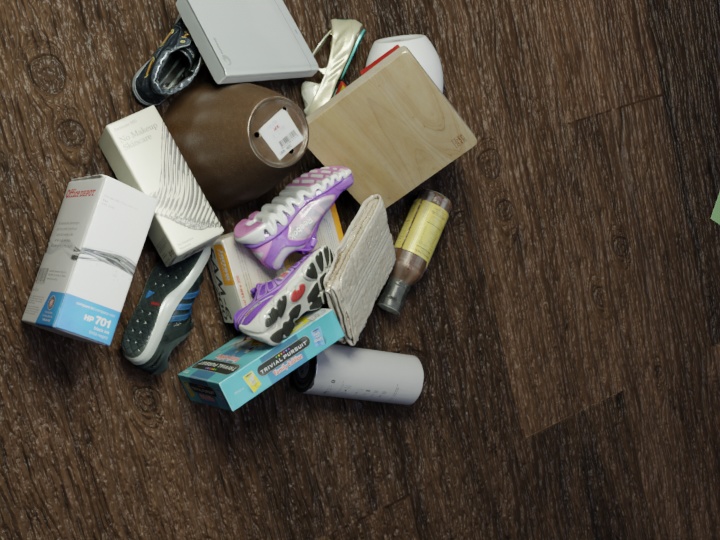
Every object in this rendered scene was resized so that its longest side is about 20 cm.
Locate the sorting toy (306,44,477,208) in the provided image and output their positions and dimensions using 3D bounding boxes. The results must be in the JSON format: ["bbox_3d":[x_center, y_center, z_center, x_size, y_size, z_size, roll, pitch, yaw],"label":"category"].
[{"bbox_3d":[0.035,-0.213,1.629,0.198,0.070,0.200,-34,128,14],"label":"sorting toy"}]

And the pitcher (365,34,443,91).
[{"bbox_3d":[0.048,-0.255,1.718,0.170,0.121,0.202,-12,108,-15],"label":"pitcher"}]

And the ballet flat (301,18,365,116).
[{"bbox_3d":[-0.055,-0.289,1.678,0.069,0.069,0.202,23,87,-29],"label":"ballet flat"}]

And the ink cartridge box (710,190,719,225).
[{"bbox_3d":[0.796,-0.121,2.210,0.199,0.048,0.147,30,76,-31],"label":"ink cartridge box"}]

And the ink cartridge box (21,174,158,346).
[{"bbox_3d":[-0.355,-0.013,1.445,0.085,0.146,0.202,24,79,-31],"label":"ink cartridge box"}]

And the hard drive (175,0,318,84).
[{"bbox_3d":[-0.156,-0.330,1.568,0.199,0.027,0.133,-17,76,-51],"label":"hard drive"}]

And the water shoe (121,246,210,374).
[{"bbox_3d":[-0.266,0.049,1.560,0.201,0.071,0.079,-61,145,-18],"label":"water shoe"}]

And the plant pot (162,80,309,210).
[{"bbox_3d":[-0.156,-0.182,1.535,0.185,0.199,0.189,0,91,-32],"label":"plant pot"}]

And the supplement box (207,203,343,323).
[{"bbox_3d":[-0.119,-0.013,1.632,0.199,0.073,0.127,-20,100,-31],"label":"supplement box"}]

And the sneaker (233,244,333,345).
[{"bbox_3d":[-0.106,0.024,1.553,0.200,0.083,0.081,-41,133,-43],"label":"sneaker"}]

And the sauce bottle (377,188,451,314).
[{"bbox_3d":[0.082,-0.029,1.763,0.064,0.065,0.201,31,77,-28],"label":"sauce bottle"}]

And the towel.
[{"bbox_3d":[0.000,0.000,1.636,0.133,0.034,0.201,76,31,-41],"label":"towel"}]

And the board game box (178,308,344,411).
[{"bbox_3d":[-0.142,0.120,1.575,0.199,0.151,0.047,-33,106,-27],"label":"board game box"}]

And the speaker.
[{"bbox_3d":[-0.002,0.159,1.703,0.198,0.081,0.082,10,85,-31],"label":"speaker"}]

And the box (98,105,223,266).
[{"bbox_3d":[-0.272,-0.114,1.510,0.082,0.068,0.201,-30,90,-26],"label":"box"}]

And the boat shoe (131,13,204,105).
[{"bbox_3d":[-0.235,-0.312,1.548,0.071,0.091,0.201,42,70,-25],"label":"boat shoe"}]

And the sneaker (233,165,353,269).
[{"bbox_3d":[-0.084,-0.073,1.573,0.200,0.080,0.089,-39,114,-22],"label":"sneaker"}]
